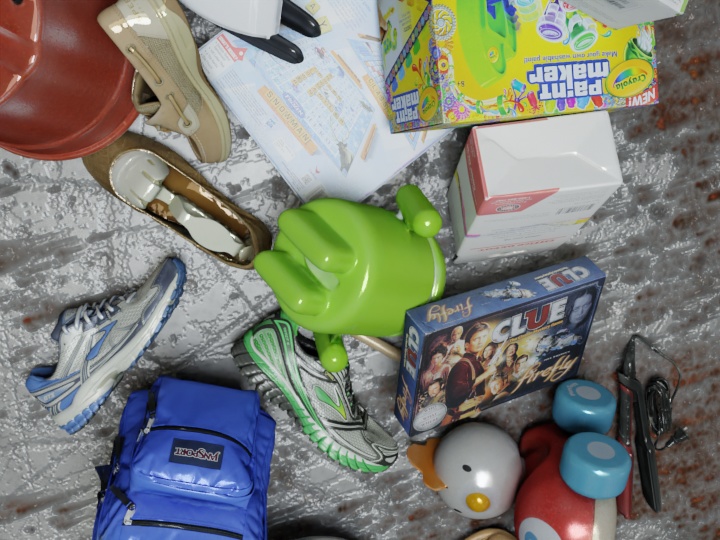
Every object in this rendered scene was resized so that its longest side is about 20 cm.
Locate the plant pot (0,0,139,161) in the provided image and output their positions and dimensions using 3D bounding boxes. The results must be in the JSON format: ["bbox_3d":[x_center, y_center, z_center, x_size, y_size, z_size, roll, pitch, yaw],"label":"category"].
[{"bbox_3d":[-0.280,-0.184,0.642,0.199,0.195,0.203,0,99,2],"label":"plant pot"}]

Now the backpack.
[{"bbox_3d":[-0.160,0.207,0.742,0.161,0.201,0.169,7,131,-6],"label":"backpack"}]

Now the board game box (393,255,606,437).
[{"bbox_3d":[0.130,0.071,0.790,0.199,0.035,0.136,-16,133,-22],"label":"board game box"}]

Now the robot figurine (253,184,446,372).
[{"bbox_3d":[0.000,0.000,0.748,0.199,0.116,0.176,10,116,-54],"label":"robot figurine"}]

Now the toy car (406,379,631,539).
[{"bbox_3d":[0.141,0.214,0.826,0.198,0.177,0.186,7,115,5],"label":"toy car"}]

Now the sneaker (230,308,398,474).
[{"bbox_3d":[-0.031,0.121,0.820,0.085,0.078,0.200,-44,104,4],"label":"sneaker"}]

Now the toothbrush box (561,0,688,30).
[{"bbox_3d":[0.189,-0.302,0.604,0.145,0.086,0.201,22,89,-19],"label":"toothbrush box"}]

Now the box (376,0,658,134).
[{"bbox_3d":[0.126,-0.223,0.702,0.198,0.122,0.194,-9,98,-18],"label":"box"}]

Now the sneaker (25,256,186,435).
[{"bbox_3d":[-0.243,0.059,0.784,0.085,0.077,0.200,39,96,-9],"label":"sneaker"}]

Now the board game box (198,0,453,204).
[{"bbox_3d":[-0.016,-0.176,0.768,0.199,0.041,0.200,-37,105,3],"label":"board game box"}]

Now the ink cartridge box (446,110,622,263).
[{"bbox_3d":[0.145,-0.067,0.757,0.115,0.200,0.068,-7,75,-5],"label":"ink cartridge box"}]

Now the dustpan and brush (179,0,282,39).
[{"bbox_3d":[-0.150,-0.269,0.650,0.198,0.057,0.141,10,114,-2],"label":"dustpan and brush"}]

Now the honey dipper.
[{"bbox_3d":[0.040,0.085,0.842,0.199,0.038,0.038,31,98,-10],"label":"honey dipper"}]

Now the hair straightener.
[{"bbox_3d":[0.310,0.166,0.895,0.076,0.041,0.202,-6,100,-5],"label":"hair straightener"}]

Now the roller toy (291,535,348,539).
[{"bbox_3d":[-0.052,0.362,0.830,0.199,0.140,0.183,31,108,-34],"label":"roller toy"}]

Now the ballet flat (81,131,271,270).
[{"bbox_3d":[-0.168,-0.061,0.763,0.200,0.072,0.068,37,98,-13],"label":"ballet flat"}]

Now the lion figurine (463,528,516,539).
[{"bbox_3d":[0.175,0.335,0.900,0.200,0.072,0.123,41,89,-10],"label":"lion figurine"}]

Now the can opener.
[{"bbox_3d":[-0.122,-0.236,0.705,0.200,0.079,0.064,39,96,8],"label":"can opener"}]

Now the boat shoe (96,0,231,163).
[{"bbox_3d":[-0.161,-0.152,0.695,0.064,0.200,0.071,-35,61,-12],"label":"boat shoe"}]
